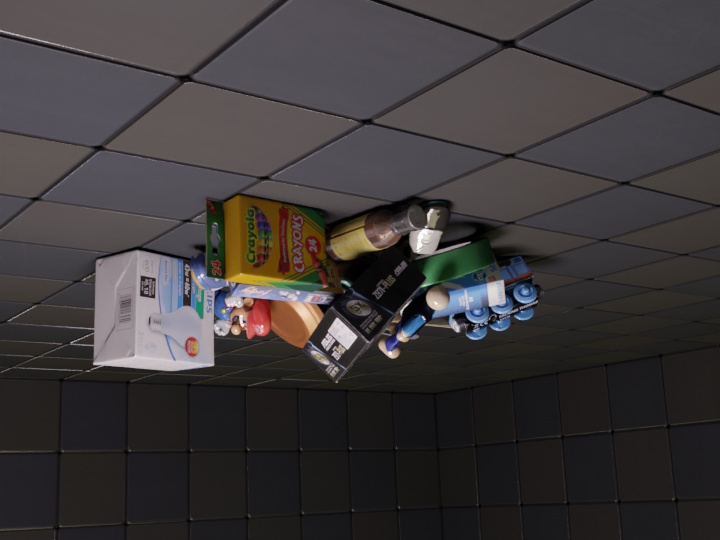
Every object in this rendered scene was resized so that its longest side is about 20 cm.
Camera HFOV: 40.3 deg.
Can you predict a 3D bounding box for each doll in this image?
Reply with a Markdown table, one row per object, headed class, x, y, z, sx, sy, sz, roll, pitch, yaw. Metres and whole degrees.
| class | x | y | z | sx | sy | sz | roll | pitch | yaw |
| --- | --- | --- | --- | --- | --- | --- | --- | --- | --- |
| doll | 0.096 | 0.076 | 1.674 | 0.048 | 0.137 | 0.200 | 36 | 147 | -2 |

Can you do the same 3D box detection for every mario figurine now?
| class | x | y | z | sx | sy | sz | roll | pitch | yaw |
| --- | --- | --- | --- | --- | --- | --- | --- | --- | --- |
| mario figurine | -0.265 | 0.084 | 1.934 | 0.199 | 0.107 | 0.123 | 21 | -178 | 27 |

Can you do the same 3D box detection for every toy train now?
| class | x | y | z | sx | sy | sz | roll | pitch | yaw |
| --- | --- | --- | --- | --- | --- | --- | --- | --- | --- |
| toy train | 0.257 | 0.055 | 1.916 | 0.198 | 0.115 | 0.087 | -21 | 144 | -13 |

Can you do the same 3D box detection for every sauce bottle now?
| class | x | y | z | sx | sy | sz | roll | pitch | yaw |
| --- | --- | --- | --- | --- | --- | --- | --- | --- | --- |
| sauce bottle | 0.024 | -0.063 | 1.594 | 0.064 | 0.065 | 0.199 | 8 | 165 | -39 |

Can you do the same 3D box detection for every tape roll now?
| class | x | y | z | sx | sy | sz | roll | pitch | yaw |
| --- | --- | --- | --- | --- | --- | --- | --- | --- | --- |
| tape roll | 0.137 | -0.009 | 1.738 | 0.198 | 0.049 | 0.200 | -16 | -178 | 1 |

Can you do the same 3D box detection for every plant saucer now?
| class | x | y | z | sx | sy | sz | roll | pitch | yaw |
| --- | --- | --- | --- | --- | --- | --- | --- | --- | --- |
| plant saucer | -0.148 | 0.084 | 1.966 | 0.037 | 0.200 | 0.200 | -46 | -170 | -29 |

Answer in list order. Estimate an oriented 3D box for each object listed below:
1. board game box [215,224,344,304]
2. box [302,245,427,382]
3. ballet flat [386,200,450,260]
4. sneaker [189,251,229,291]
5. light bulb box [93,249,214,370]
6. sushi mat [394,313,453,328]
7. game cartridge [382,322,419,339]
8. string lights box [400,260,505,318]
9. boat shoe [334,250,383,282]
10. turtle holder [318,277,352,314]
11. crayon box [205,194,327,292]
| class | x | y | z | sx | sy | sz | roll | pitch | yaw |
| --- | --- | --- | --- | --- | --- | --- | --- | --- | --- |
| board game box | -0.131 | -0.015 | 1.609 | 0.199 | 0.136 | 0.035 | 7 | 141 | -35 |
| box | 0.004 | 0.075 | 1.640 | 0.164 | 0.086 | 0.200 | -45 | 175 | -29 |
| ballet flat | 0.098 | -0.055 | 1.630 | 0.067 | 0.069 | 0.200 | 2 | 166 | -19 |
| sneaker | -0.233 | -0.006 | 1.806 | 0.087 | 0.076 | 0.200 | -18 | 170 | 24 |
| light bulb box | -0.382 | 0.080 | 1.836 | 0.124 | 0.200 | 0.199 | -9 | 166 | 36 |
| sushi mat | 0.097 | 0.075 | 1.910 | 0.199 | 0.096 | 0.012 | 8 | 121 | -37 |
| game cartridge | 0.059 | 0.063 | 1.987 | 0.041 | 0.134 | 0.199 | -17 | 163 | 27 |
| string lights box | 0.165 | 0.031 | 1.852 | 0.198 | 0.103 | 0.059 | -13 | 126 | 0 |
| boat shoe | 0.005 | -0.003 | 1.766 | 0.074 | 0.075 | 0.202 | -31 | 164 | 24 |
| turtle holder | -0.065 | 0.063 | 2.013 | 0.140 | 0.186 | 0.132 | -36 | 169 | -5 |
| crayon box | -0.143 | -0.041 | 1.516 | 0.199 | 0.128 | 0.051 | 8 | 163 | -39 |
